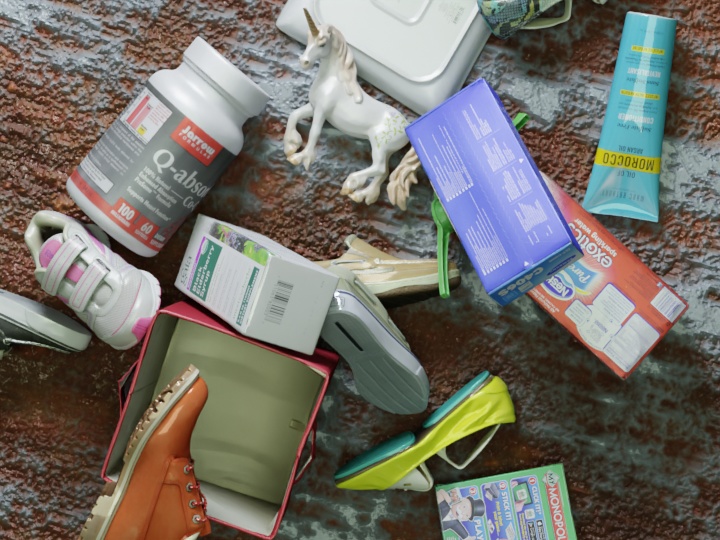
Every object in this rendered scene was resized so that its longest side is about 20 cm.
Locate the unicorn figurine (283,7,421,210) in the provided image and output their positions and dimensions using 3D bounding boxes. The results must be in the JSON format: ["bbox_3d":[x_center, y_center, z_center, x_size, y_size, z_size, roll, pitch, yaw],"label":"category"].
[{"bbox_3d":[-0.017,-0.156,1.707,0.199,0.074,0.138,29,97,-20],"label":"unicorn figurine"}]

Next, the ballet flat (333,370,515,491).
[{"bbox_3d":[0.069,0.180,1.719,0.199,0.067,0.067,-34,95,2],"label":"ballet flat"}]

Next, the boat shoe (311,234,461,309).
[{"bbox_3d":[0.000,0.000,1.715,0.197,0.072,0.077,-9,76,1],"label":"boat shoe"}]

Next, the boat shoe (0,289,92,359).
[{"bbox_3d":[-0.367,0.054,1.731,0.198,0.071,0.064,19,92,9],"label":"boat shoe"}]

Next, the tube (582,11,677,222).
[{"bbox_3d":[0.273,-0.153,1.708,0.076,0.050,0.203,9,98,9],"label":"tube"}]

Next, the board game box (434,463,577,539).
[{"bbox_3d":[0.154,0.303,1.703,0.133,0.029,0.202,-9,71,2],"label":"board game box"}]

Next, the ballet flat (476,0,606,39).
[{"bbox_3d":[0.209,-0.286,1.695,0.198,0.074,0.075,-23,92,-3],"label":"ballet flat"}]

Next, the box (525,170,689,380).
[{"bbox_3d":[0.214,0.003,1.688,0.200,0.095,0.100,42,93,1],"label":"box"}]

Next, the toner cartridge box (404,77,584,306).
[{"bbox_3d":[0.125,-0.076,1.632,0.094,0.043,0.201,-32,62,14],"label":"toner cartridge box"}]

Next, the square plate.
[{"bbox_3d":[0.046,-0.282,1.717,0.197,0.028,0.201,31,94,1],"label":"square plate"}]

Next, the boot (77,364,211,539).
[{"bbox_3d":[-0.169,0.186,1.550,0.106,0.075,0.202,27,102,-2],"label":"boot"}]

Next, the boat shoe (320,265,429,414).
[{"bbox_3d":[0.017,0.070,1.678,0.071,0.200,0.063,-10,51,22],"label":"boat shoe"}]

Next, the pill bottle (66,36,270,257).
[{"bbox_3d":[-0.187,-0.123,1.689,0.116,0.116,0.201,40,94,0],"label":"pill bottle"}]

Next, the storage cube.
[{"bbox_3d":[-0.132,0.137,1.667,0.198,0.180,0.173,19,93,2],"label":"storage cube"}]

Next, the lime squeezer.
[{"bbox_3d":[0.103,-0.067,1.703,0.070,0.038,0.202,18,76,32],"label":"lime squeezer"}]

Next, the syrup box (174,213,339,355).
[{"bbox_3d":[-0.103,0.010,1.646,0.081,0.200,0.080,18,95,-29],"label":"syrup box"}]

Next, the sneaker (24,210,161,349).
[{"bbox_3d":[-0.268,0.007,1.661,0.200,0.088,0.082,37,96,44],"label":"sneaker"}]
